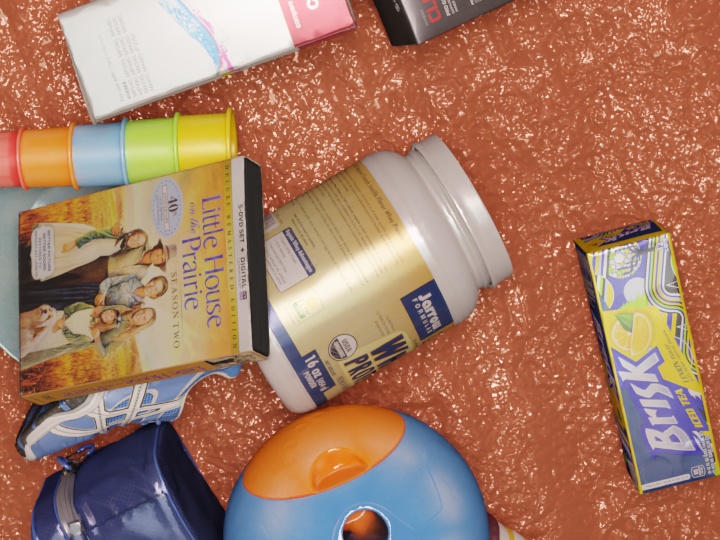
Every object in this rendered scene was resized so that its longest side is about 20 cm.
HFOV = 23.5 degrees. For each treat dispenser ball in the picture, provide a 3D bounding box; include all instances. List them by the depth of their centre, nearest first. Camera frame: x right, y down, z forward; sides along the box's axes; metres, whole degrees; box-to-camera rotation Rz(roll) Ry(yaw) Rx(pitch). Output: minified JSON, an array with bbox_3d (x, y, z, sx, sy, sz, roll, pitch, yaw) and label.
[{"bbox_3d":[-0.003,0.201,1.292,0.199,0.201,0.203,0,102,-1],"label":"treat dispenser ball"}]

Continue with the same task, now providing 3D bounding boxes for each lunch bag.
[{"bbox_3d":[-0.174,0.222,1.350,0.132,0.136,0.201,-29,101,5],"label":"lunch bag"}]

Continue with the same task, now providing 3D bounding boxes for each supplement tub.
[{"bbox_3d":[0.000,0.000,1.299,0.199,0.144,0.145,-30,101,-2],"label":"supplement tub"}]

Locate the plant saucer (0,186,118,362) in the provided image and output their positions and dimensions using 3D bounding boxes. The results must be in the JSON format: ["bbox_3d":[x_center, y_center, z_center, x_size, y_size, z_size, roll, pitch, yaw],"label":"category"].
[{"bbox_3d":[-0.207,-0.011,1.351,0.199,0.039,0.203,0,101,-1],"label":"plant saucer"}]

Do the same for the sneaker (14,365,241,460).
[{"bbox_3d":[-0.178,0.094,1.315,0.199,0.076,0.077,-33,112,16],"label":"sneaker"}]

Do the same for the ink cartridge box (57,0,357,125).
[{"bbox_3d":[-0.108,-0.183,1.262,0.198,0.146,0.083,-19,100,2],"label":"ink cartridge box"}]

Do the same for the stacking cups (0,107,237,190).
[{"bbox_3d":[-0.192,-0.090,1.287,0.198,0.061,0.061,0,102,1],"label":"stacking cups"}]

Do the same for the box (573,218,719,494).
[{"bbox_3d":[0.226,0.068,1.365,0.069,0.064,0.202,-14,102,2],"label":"box"}]

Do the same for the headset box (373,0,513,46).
[{"bbox_3d":[0.072,-0.262,1.264,0.199,0.075,0.150,-25,102,-11],"label":"headset box"}]

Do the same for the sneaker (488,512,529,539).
[{"bbox_3d":[0.110,0.240,1.399,0.200,0.090,0.075,44,108,17],"label":"sneaker"}]

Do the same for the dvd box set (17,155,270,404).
[{"bbox_3d":[-0.159,0.009,1.252,0.198,0.029,0.148,-11,71,25],"label":"dvd box set"}]
